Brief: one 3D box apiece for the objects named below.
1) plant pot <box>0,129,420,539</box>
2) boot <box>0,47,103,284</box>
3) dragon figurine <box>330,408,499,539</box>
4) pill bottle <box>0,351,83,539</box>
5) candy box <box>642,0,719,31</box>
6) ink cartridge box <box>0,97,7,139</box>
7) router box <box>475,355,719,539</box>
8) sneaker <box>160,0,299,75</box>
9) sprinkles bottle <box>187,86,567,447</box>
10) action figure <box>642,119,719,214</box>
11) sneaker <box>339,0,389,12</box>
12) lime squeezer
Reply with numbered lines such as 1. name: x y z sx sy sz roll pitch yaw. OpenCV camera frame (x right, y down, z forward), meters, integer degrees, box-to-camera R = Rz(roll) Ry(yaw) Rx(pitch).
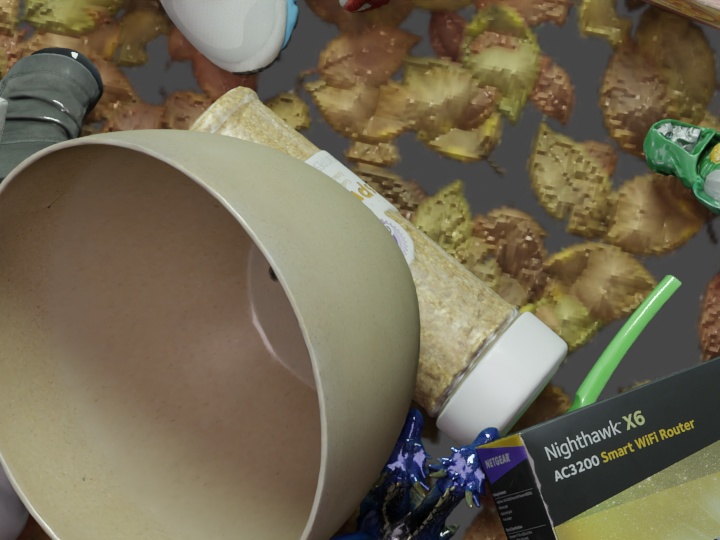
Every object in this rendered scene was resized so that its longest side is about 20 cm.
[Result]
1. plant pot: -0.052 0.028 0.962 0.200 0.134 0.201 14 113 35
2. boot: -0.215 -0.031 1.063 0.199 0.132 0.070 -12 129 10
3. dragon figurine: 0.000 0.149 1.030 0.059 0.099 0.200 30 94 7
4. pill bottle: -0.224 0.102 1.054 0.200 0.110 0.110 -32 84 4
5. candy box: 0.204 -0.206 1.048 0.115 0.055 0.200 23 89 8
6. ink cartridge box: -0.258 -0.008 0.971 0.200 0.043 0.199 21 108 20
7. router box: 0.169 0.117 0.996 0.200 0.052 0.158 -19 85 -23
8. sneaker: -0.092 -0.175 1.039 0.075 0.087 0.200 -13 111 25
9. sprinkles bottle: 0.000 0.000 1.055 0.200 0.068 0.068 39 92 7
10. action figure: 0.225 -0.045 1.023 0.199 0.118 0.055 6 120 17
11. sneaker: 0.038 -0.224 1.058 0.200 0.078 0.116 -39 85 2
12. lime squeezer: 0.106 0.098 1.053 0.070 0.038 0.201 5 87 7
